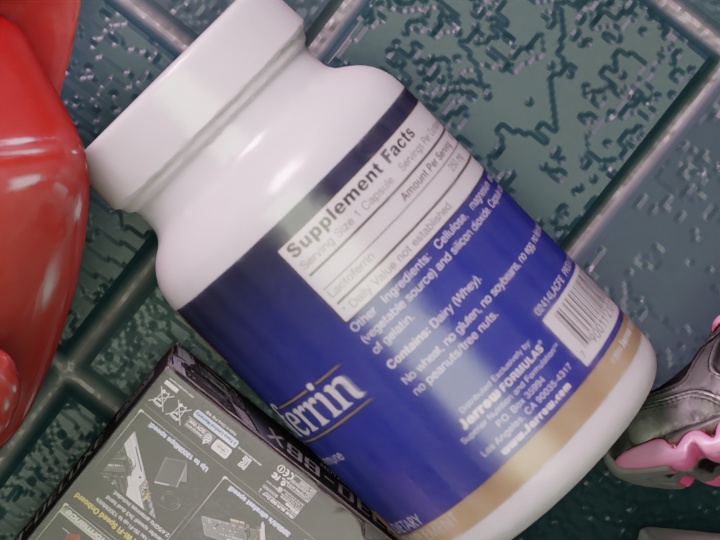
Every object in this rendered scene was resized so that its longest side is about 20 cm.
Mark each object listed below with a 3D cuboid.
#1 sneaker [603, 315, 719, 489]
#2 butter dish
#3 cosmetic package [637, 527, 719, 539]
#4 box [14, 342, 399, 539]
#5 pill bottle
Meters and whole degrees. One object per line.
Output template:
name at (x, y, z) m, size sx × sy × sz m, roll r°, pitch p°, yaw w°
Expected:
sneaker at (0.170, 0.009, 0.959) m, size 0.200 × 0.079 × 0.096 m, roll -28°, pitch 75°, yaw 3°
butter dish at (-0.164, 0.007, 0.854) m, size 0.148 × 0.200 × 0.200 m, roll 44°, pitch 127°, yaw 35°
cosmetic package at (0.135, 0.205, 0.956) m, size 0.081 × 0.113 × 0.200 m, roll 7°, pitch 95°, yaw -2°
box at (-0.042, 0.152, 0.978) m, size 0.200 × 0.050 × 0.158 m, roll 38°, pitch 96°, yaw -5°
pill bottle at (0.000, 0.000, 0.926) m, size 0.116 × 0.116 × 0.200 m, roll -44°, pitch 95°, yaw 5°
